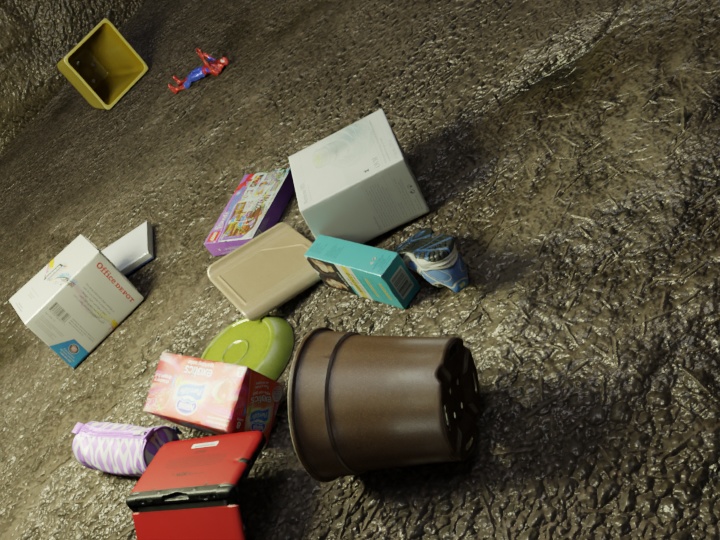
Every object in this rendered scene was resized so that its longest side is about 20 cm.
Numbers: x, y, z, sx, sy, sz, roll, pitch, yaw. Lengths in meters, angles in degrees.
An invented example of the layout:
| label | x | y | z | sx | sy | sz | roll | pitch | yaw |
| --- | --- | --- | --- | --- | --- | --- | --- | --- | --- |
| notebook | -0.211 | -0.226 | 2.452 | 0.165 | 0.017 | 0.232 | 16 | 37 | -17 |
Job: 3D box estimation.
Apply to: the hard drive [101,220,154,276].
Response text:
| label | x | y | z | sx | sy | sz | roll | pitch | yaw |
| --- | --- | --- | --- | --- | --- | --- | --- | --- | --- |
| hard drive | -0.543 | -0.017 | 2.008 | 0.198 | 0.025 | 0.133 | -32 | 35 | 8 |

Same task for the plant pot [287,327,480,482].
| label | x | y | z | sx | sy | sz | roll | pitch | yaw |
| --- | --- | --- | --- | --- | --- | --- | --- | --- | --- |
| plant pot | 0.039 | 0.166 | 1.160 | 0.196 | 0.201 | 0.202 | -6 | 44 | 26 |

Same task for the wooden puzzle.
| label | x | y | z | sx | sy | sz | roll | pitch | yaw |
| --- | --- | --- | --- | --- | --- | --- | --- | --- | --- |
| wooden puzzle | -0.161 | 0.002 | 1.629 | 0.184 | 0.038 | 0.200 | -33 | 37 | -15 |

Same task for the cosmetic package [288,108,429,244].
| label | x | y | z | sx | sy | sz | roll | pitch | yaw |
| --- | --- | --- | --- | --- | --- | --- | --- | --- | --- |
| cosmetic package | -0.009 | -0.154 | 1.602 | 0.198 | 0.124 | 0.200 | -27 | 35 | 7 |

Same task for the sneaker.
| label | x | y | z | sx | sy | sz | roll | pitch | yaw |
| --- | --- | --- | --- | --- | --- | --- | --- | --- | --- |
| sneaker | 0.107 | -0.013 | 1.401 | 0.075 | 0.078 | 0.200 | -35 | 16 | -3 |

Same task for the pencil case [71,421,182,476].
| label | x | y | z | sx | sy | sz | roll | pitch | yaw |
| --- | --- | --- | --- | --- | --- | --- | --- | --- | --- |
| pencil case | -0.379 | 0.285 | 1.467 | 0.198 | 0.086 | 0.085 | -7 | 45 | 37 |

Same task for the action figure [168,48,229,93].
| label | x | y | z | sx | sy | sz | roll | pitch | yaw |
| --- | --- | --- | --- | --- | --- | --- | --- | --- | --- |
| action figure | -0.454 | -0.564 | 2.499 | 0.198 | 0.099 | 0.066 | -13 | 42 | 26 |

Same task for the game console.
| label | x | y | z | sx | sy | sz | roll | pitch | yaw |
| --- | --- | --- | --- | --- | --- | --- | --- | --- | --- |
| game console | -0.217 | 0.332 | 1.276 | 0.198 | 0.120 | 0.173 | -12 | 29 | 30 |

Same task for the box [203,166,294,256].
| label | x | y | z | sx | sy | sz | roll | pitch | yaw |
| --- | --- | --- | --- | --- | --- | --- | --- | --- | --- |
| box | -0.216 | -0.119 | 1.829 | 0.135 | 0.039 | 0.202 | -5 | 46 | 37 |

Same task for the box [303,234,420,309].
| label | x | y | z | sx | sy | sz | roll | pitch | yaw |
| --- | --- | --- | --- | --- | --- | --- | --- | --- | --- |
| box | 0.000 | 0.000 | 1.467 | 0.199 | 0.083 | 0.049 | 15 | 59 | 49 |

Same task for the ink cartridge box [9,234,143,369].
| label | x | y | z | sx | sy | sz | roll | pitch | yaw |
| --- | --- | --- | --- | --- | --- | --- | --- | --- | --- |
| ink cartridge box | -0.573 | 0.058 | 1.841 | 0.200 | 0.148 | 0.144 | -45 | 35 | -12 |

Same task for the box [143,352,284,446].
| label | x | y | z | sx | sy | sz | roll | pitch | yaw |
| --- | --- | --- | --- | --- | --- | --- | --- | --- | --- |
| box | -0.226 | 0.196 | 1.398 | 0.198 | 0.095 | 0.101 | 5 | 71 | 38 |

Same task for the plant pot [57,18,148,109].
| label | x | y | z | sx | sy | sz | roll | pitch | yaw |
| --- | --- | --- | --- | --- | --- | --- | --- | --- | --- |
| plant pot | -0.814 | -0.623 | 2.809 | 0.199 | 0.196 | 0.195 | 4 | 51 | 55 |

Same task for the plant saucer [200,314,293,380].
| label | x | y | z | sx | sy | sz | roll | pitch | yaw |
| --- | --- | --- | --- | --- | --- | --- | --- | --- | --- |
| plant saucer | -0.202 | 0.145 | 1.522 | 0.198 | 0.031 | 0.201 | -23 | 37 | 18 |
